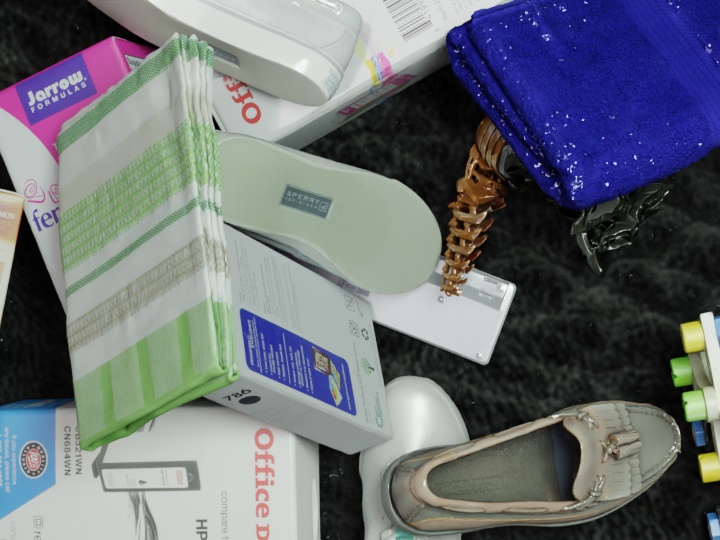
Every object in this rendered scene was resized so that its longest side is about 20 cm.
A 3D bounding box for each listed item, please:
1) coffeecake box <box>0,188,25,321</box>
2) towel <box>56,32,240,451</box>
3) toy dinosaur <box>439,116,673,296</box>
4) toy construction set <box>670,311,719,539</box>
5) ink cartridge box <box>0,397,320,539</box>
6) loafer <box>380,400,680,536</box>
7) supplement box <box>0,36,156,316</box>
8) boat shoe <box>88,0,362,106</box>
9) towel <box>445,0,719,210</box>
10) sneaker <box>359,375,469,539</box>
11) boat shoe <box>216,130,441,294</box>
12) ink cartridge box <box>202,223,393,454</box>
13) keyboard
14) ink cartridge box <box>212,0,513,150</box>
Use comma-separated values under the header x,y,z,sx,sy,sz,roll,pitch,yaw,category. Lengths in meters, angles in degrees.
x,y,z,sx,sy,sz,roll,pitch,yaw,category
-0.293,0.037,1.083,0.073,0.153,0.201,11,91,-37,coffeecake box
-0.120,-0.014,0.962,0.149,0.031,0.201,-29,62,45,towel
0.119,-0.071,1.085,0.135,0.102,0.201,35,111,21,toy dinosaur
0.230,0.122,1.033,0.091,0.131,0.202,4,89,5,toy construction set
-0.129,0.155,1.098,0.198,0.084,0.147,-2,89,7,ink cartridge box
0.113,0.121,1.047,0.199,0.063,0.072,-10,79,-18,loafer
-0.144,-0.034,1.091,0.101,0.103,0.201,-24,85,12,supplement box
-0.093,-0.170,1.028,0.199,0.072,0.069,24,72,14,boat shoe
0.167,-0.127,1.017,0.199,0.050,0.148,-24,61,-21,towel
0.030,0.168,1.078,0.075,0.088,0.202,2,89,8,sneaker
-0.035,-0.043,1.059,0.200,0.071,0.070,22,93,-39,boat shoe
-0.052,0.039,1.023,0.039,0.200,0.100,-22,60,24,ink cartridge box
0.000,0.000,1.125,0.199,0.011,0.057,21,97,7,keyboard
-0.020,-0.176,1.091,0.199,0.085,0.145,-29,86,5,ink cartridge box
